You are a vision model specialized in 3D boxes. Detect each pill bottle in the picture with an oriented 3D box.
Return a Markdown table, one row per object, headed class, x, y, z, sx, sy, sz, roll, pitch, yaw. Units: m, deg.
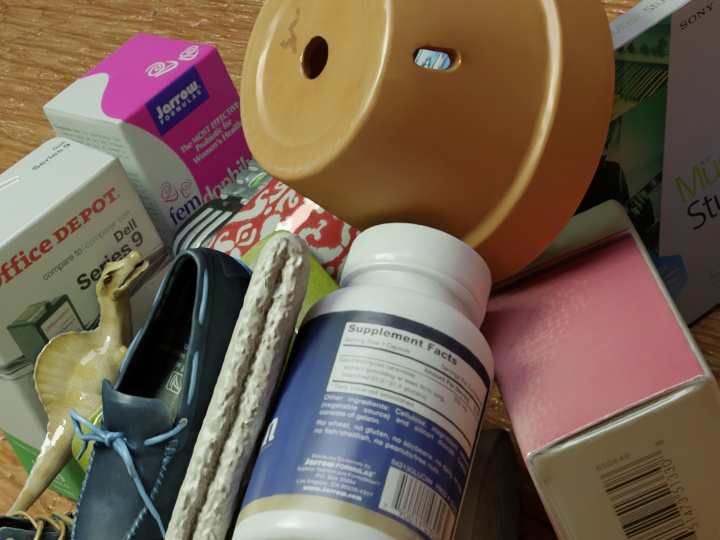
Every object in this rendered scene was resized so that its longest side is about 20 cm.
| class | x | y | z | sx | sy | sz | roll | pitch | yaw |
| --- | --- | --- | --- | --- | --- | --- | --- | --- | --- |
| pill bottle | 0.009 | 0.079 | 1.069 | 0.110 | 0.111 | 0.201 | -5 | 52 | 31 |

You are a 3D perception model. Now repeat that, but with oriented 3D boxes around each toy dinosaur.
| class | x | y | z | sx | sy | sz | roll | pitch | yaw |
| --- | --- | --- | --- | --- | --- | --- | --- | --- | --- |
| toy dinosaur | -0.174 | 0.089 | 1.338 | 0.058 | 0.101 | 0.201 | 0 | 66 | 63 |

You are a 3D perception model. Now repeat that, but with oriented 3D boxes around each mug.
| class | x | y | z | sx | sy | sz | roll | pitch | yaw |
| --- | --- | --- | --- | --- | --- | --- | --- | --- | --- |
| mug | -0.002 | -0.004 | 1.327 | 0.200 | 0.177 | 0.133 | -48 | 8 | 7 |

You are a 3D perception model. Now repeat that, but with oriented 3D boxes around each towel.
| class | x | y | z | sx | sy | sz | roll | pitch | yaw |
| --- | --- | --- | --- | --- | --- | --- | --- | --- | --- |
| towel | -0.065 | 0.077 | 1.099 | 0.133 | 0.034 | 0.201 | 148 | 141 | -87 |

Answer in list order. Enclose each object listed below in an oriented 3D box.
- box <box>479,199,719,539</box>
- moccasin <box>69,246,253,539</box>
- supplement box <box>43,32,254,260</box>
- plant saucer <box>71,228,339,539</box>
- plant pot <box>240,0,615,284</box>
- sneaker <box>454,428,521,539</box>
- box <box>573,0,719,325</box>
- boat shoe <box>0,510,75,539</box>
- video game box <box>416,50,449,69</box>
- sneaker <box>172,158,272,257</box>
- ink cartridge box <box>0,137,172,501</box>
| class | x | y | z | sx | sy | sz | roll | pitch | yaw |
| --- | --- | --- | --- | --- | --- | --- | --- | --- | --- |
| box | 0.140 | 0.074 | 1.133 | 0.108 | 0.128 | 0.200 | -24 | 29 | 5 |
| moccasin | -0.128 | 0.078 | 1.171 | 0.080 | 0.068 | 0.201 | 12 | 79 | 30 |
| supplement box | -0.129 | -0.060 | 1.475 | 0.101 | 0.201 | 0.103 | -42 | 33 | -26 |
| plant saucer | -0.071 | 0.096 | 1.205 | 0.200 | 0.048 | 0.200 | -45 | 57 | 5 |
| plant pot | 0.026 | -0.101 | 1.142 | 0.199 | 0.139 | 0.202 | -20 | 64 | 48 |
| sneaker | 0.036 | 0.165 | 1.120 | 0.079 | 0.079 | 0.201 | -5 | 37 | 22 |
| box | 0.183 | -0.061 | 1.239 | 0.144 | 0.201 | 0.036 | -34 | 30 | -13 |
| boat shoe | -0.196 | 0.177 | 1.266 | 0.200 | 0.091 | 0.071 | -38 | 32 | -21 |
| video game box | 0.060 | -0.118 | 1.450 | 0.201 | 0.047 | 0.182 | -62 | 15 | 17 |
| sneaker | -0.035 | -0.034 | 1.446 | 0.200 | 0.116 | 0.075 | -40 | 28 | -16 |
| ink cartridge box | -0.198 | 0.033 | 1.382 | 0.146 | 0.201 | 0.084 | -40 | 34 | -23 |
